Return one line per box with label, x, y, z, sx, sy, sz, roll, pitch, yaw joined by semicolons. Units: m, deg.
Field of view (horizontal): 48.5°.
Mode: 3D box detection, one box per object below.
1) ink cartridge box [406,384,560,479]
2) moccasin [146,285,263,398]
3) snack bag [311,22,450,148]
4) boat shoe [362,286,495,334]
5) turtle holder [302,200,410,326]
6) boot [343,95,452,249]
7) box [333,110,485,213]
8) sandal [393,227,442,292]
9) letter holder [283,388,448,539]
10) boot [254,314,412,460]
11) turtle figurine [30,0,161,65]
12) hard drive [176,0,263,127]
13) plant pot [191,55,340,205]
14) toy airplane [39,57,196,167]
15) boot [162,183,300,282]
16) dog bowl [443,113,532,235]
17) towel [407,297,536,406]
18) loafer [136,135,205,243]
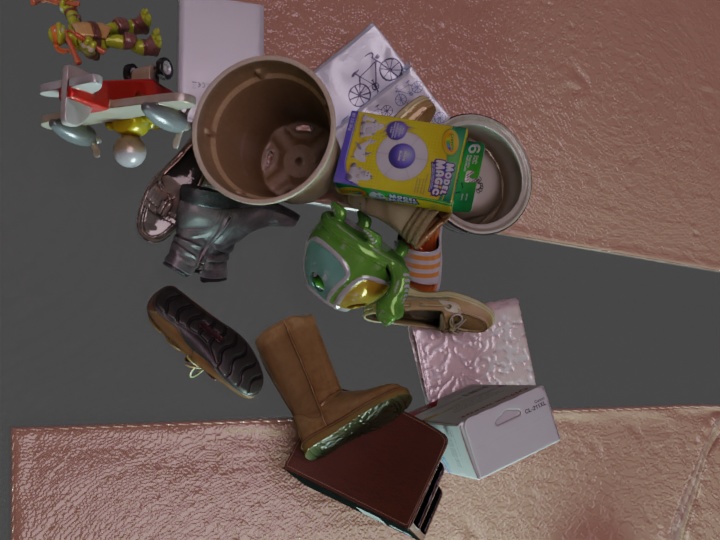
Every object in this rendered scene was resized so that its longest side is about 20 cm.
ink cartridge box;0.166;0.227;1.151;0.145;0.200;0.083;-19;90;-22
moccasin;-0.222;0.109;1.135;0.201;0.078;0.074;37;56;-7
snack bag;0.010;-0.261;1.258;0.188;0.021;0.200;-37;95;6
boat shoe;0.105;0.068;1.226;0.199;0.073;0.063;15;54;3
turtle holder;-0.001;-0.003;1.185;0.185;0.141;0.132;34;100;5
boot;0.088;-0.147;1.192;0.155;0.073;0.200;36;88;23
box;0.071;-0.153;1.136;0.199;0.048;0.118;11;76;10
sandal;0.087;-0.046;1.236;0.079;0.059;0.208;8;103;18
letter holder;0.020;0.266;1.126;0.199;0.101;0.143;19;69;25
boot;-0.044;0.140;1.122;0.174;0.066;0.201;-27;56;-1
turtle figurine;-0.369;-0.328;1.128;0.160;0.065;0.200;-10;41;-31
hard drive;-0.214;-0.316;1.224;0.131;0.025;0.201;2;81;-20
plant pot;-0.111;-0.175;1.136;0.199;0.183;0.202;-1;83;11
toy airplane;-0.327;-0.208;1.075;0.198;0.200;0.142;-12;103;-19
boot;-0.190;-0.047;1.174;0.199;0.070;0.133;8;99;-34
dog bowl;0.178;-0.151;1.316;0.199;0.074;0.202;3;80;-20
towel;0.185;0.153;1.294;0.199;0.032;0.192;-10;86;-21
loafer;-0.260;-0.133;1.158;0.072;0.063;0.201;33;72;-12
